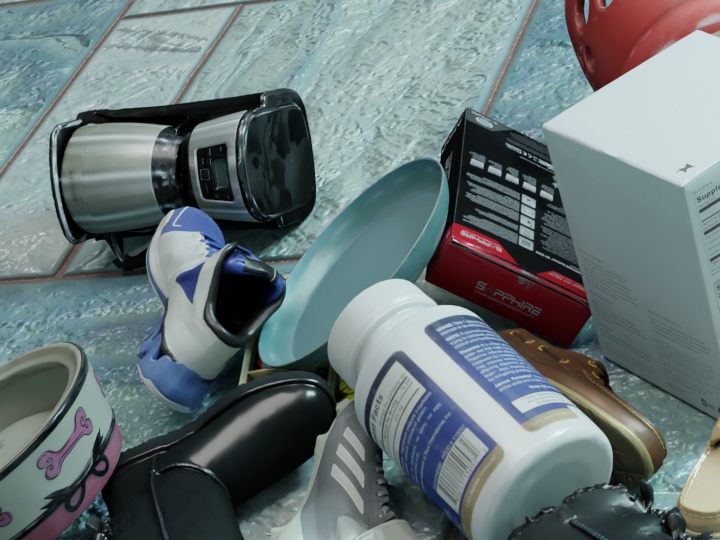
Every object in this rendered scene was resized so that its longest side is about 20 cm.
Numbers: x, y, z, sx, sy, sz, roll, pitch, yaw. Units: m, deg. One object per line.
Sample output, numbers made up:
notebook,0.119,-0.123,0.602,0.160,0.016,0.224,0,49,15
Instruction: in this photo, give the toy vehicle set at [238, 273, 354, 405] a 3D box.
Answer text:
toy vehicle set,-0.027,0.061,1.670,0.124,0.027,0.200,-11,31,11

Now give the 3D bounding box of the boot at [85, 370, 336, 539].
boot,-0.098,0.163,1.501,0.197,0.074,0.163,-24,28,4

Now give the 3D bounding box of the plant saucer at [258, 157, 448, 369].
plant saucer,0.000,0.000,1.626,0.200,0.027,0.200,-43,18,18

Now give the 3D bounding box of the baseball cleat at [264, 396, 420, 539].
baseball cleat,0.004,0.164,1.468,0.106,0.070,0.200,10,43,18

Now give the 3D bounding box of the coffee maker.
coffee maker,-0.144,-0.101,1.888,0.199,0.135,0.192,-3,33,23

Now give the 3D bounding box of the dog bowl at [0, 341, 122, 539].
dog bowl,-0.259,0.145,1.567,0.200,0.074,0.200,-32,22,15

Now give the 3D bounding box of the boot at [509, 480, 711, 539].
boot,0.133,0.208,1.289,0.197,0.074,0.162,-23,33,-21

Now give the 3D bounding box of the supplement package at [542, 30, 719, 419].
supplement package,0.247,-0.032,1.501,0.150,0.201,0.152,-31,33,-21

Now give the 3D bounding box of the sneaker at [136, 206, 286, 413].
sneaker,-0.108,0.013,1.701,0.115,0.080,0.200,-39,29,26

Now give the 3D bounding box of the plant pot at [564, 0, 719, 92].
plant pot,0.277,-0.179,1.738,0.199,0.201,0.183,-16,40,4

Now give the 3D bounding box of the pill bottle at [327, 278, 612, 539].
pill bottle,0.066,0.094,1.439,0.111,0.111,0.200,-30,49,-19

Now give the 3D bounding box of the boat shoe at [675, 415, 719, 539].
boat shoe,0.264,0.099,1.411,0.073,0.069,0.200,11,41,40

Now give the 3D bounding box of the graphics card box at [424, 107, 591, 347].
graphics card box,0.119,-0.036,1.662,0.125,0.051,0.200,24,34,-10

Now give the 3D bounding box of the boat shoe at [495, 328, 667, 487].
boat shoe,0.144,0.085,1.495,0.067,0.072,0.200,-31,33,-23
